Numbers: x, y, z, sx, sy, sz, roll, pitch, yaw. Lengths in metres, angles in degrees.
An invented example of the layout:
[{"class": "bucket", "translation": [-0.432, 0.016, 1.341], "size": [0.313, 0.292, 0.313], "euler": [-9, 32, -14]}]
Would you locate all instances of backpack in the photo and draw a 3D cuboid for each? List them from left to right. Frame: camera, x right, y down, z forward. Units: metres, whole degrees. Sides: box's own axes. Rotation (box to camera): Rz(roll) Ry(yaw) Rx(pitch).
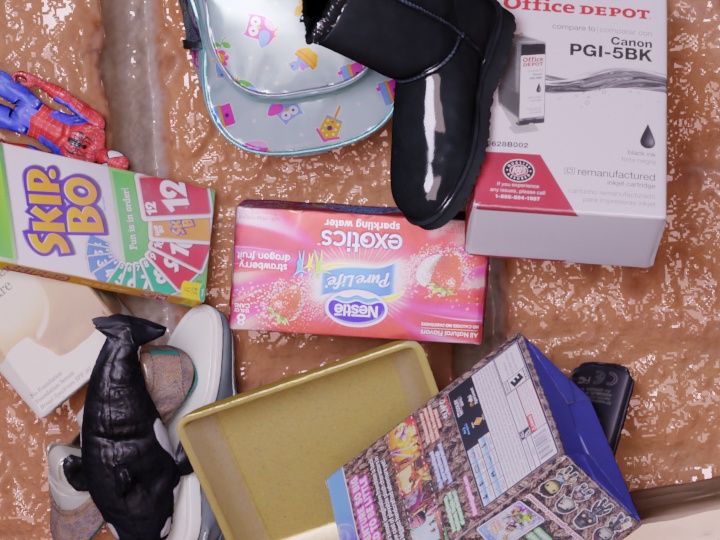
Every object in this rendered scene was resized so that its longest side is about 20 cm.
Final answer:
[{"class": "backpack", "translation": [-0.049, -0.185, 1.638], "size": [0.176, 0.153, 0.200], "euler": [-11, 103, -3]}]

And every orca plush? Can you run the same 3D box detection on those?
[{"class": "orca plush", "translation": [-0.169, 0.136, 1.636], "size": [0.105, 0.071, 0.200], "euler": [7, 112, -14]}]

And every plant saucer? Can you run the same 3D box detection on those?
[{"class": "plant saucer", "translation": [-0.024, 0.149, 1.693], "size": [0.200, 0.048, 0.200], "euler": [-19, 123, 2]}]

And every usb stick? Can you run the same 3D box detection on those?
[{"class": "usb stick", "translation": [0.168, 0.156, 1.667], "size": [0.055, 0.200, 0.033], "euler": [4, 141, 22]}]

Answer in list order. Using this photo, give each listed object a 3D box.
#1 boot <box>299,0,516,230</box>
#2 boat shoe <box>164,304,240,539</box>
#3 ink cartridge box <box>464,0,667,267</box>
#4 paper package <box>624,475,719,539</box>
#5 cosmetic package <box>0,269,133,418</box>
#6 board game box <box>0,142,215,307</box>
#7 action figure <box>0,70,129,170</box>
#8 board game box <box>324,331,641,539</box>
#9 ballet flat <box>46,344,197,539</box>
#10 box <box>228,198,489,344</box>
[{"class": "boot", "translation": [0.024, -0.148, 1.540], "size": [0.162, 0.073, 0.198], "euler": [28, 72, -37]}, {"class": "boat shoe", "translation": [-0.124, 0.128, 1.727], "size": [0.062, 0.073, 0.200], "euler": [6, 90, -43]}, {"class": "ink cartridge box", "translation": [0.157, -0.112, 1.625], "size": [0.147, 0.083, 0.200], "euler": [4, 63, 0]}, {"class": "paper package", "translation": [0.244, 0.276, 1.705], "size": [0.190, 0.103, 0.200], "euler": [-11, 95, 2]}, {"class": "cosmetic package", "translation": [-0.275, 0.007, 1.699], "size": [0.105, 0.071, 0.200], "euler": [-40, 94, 4]}, {"class": "board game box", "translation": [-0.213, -0.037, 1.665], "size": [0.200, 0.030, 0.096], "euler": [11, 71, -20]}, {"class": "action figure", "translation": [-0.274, -0.127, 1.699], "size": [0.200, 0.052, 0.065], "euler": [27, 92, -4]}, {"class": "board game box", "translation": [0.087, 0.174, 1.604], "size": [0.200, 0.159, 0.097], "euler": [-38, 121, 15]}, {"class": "ballet flat", "translation": [-0.209, 0.136, 1.701], "size": [0.068, 0.067, 0.200], "euler": [44, 107, 39]}, {"class": "box", "translation": [0.000, 0.000, 1.681], "size": [0.200, 0.095, 0.100], "euler": [4, 96, 0]}]
